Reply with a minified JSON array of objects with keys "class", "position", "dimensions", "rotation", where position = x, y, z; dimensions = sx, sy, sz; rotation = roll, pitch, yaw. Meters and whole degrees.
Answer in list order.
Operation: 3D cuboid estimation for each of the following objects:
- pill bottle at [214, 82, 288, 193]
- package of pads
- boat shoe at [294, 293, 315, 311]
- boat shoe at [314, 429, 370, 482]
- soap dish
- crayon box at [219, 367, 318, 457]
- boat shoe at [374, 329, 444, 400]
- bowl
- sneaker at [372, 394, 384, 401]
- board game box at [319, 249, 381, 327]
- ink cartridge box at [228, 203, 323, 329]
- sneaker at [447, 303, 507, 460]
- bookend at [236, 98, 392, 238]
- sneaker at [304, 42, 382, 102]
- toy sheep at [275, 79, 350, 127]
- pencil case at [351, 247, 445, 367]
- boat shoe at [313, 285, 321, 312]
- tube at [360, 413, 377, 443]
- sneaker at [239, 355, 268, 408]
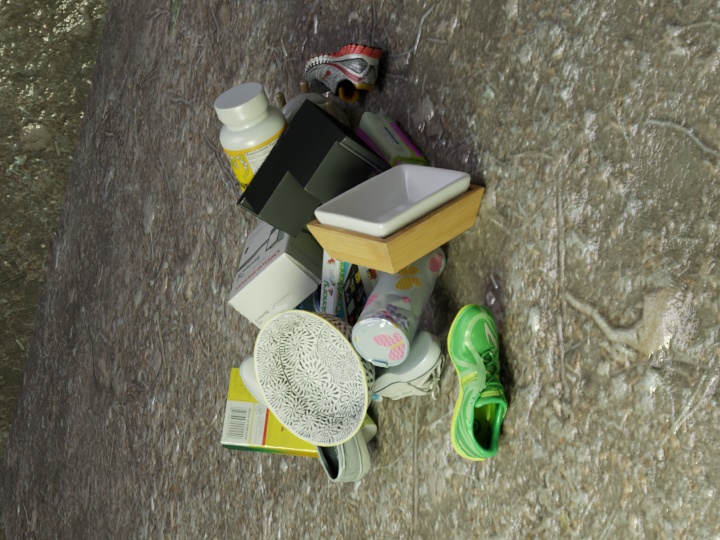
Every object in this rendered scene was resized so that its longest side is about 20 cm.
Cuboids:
[{"class":"pill bottle","position":[-0.158,-0.193,1.828],"dimensions":[0.113,0.112,0.201],"rotation":[44,160,56]},{"class":"package of pads","position":[0.022,-0.120,1.765],"dimensions":[0.155,0.068,0.202],"rotation":[58,134,51]},{"class":"boat shoe","position":[-0.097,0.080,1.913],"dimensions":[0.084,0.068,0.202],"rotation":[83,-178,-67]},{"class":"boat shoe","position":[-0.050,0.220,1.703],"dimensions":[0.070,0.071,0.202],"rotation":[-36,68,39]},{"class":"soap dish","position":[0.051,-0.072,1.556],"dimensions":[0.156,0.199,0.082],"rotation":[14,124,45]},{"class":"crayon box","position":[-0.119,0.232,1.847],"dimensions":[0.051,0.198,0.128],"rotation":[83,-166,-71]},{"class":"boat shoe","position":[0.080,0.146,1.591],"dimensions":[0.202,0.086,0.075],"rotation":[-39,28,57]},{"class":"bowl","position":[-0.046,0.136,1.615],"dimensions":[0.199,0.094,0.203],"rotation":[15,117,32]},{"class":"sneaker","position":[-0.021,0.147,1.762],"dimensions":[0.200,0.089,0.079],"rotation":[28,108,60]},{"class":"board game box","position":[0.000,0.000,1.674],"dimensions":[0.034,0.125,0.202],"rotation":[27,122,41]},{"class":"ink cartridge box","position":[-0.127,-0.021,1.872],"dimensions":[0.145,0.084,0.201],"rotation":[-40,23,28]},{"class":"sneaker","position":[0.158,0.143,1.455],"dimensions":[0.083,0.073,0.203],"rotation":[5,98,64]},{"class":"bookend","position":[-0.074,-0.128,1.709],"dimensions":[0.200,0.092,0.200],"rotation":[-55,30,8]},{"class":"sneaker","position":[-0.037,-0.319,1.904],"dimensions":[0.199,0.077,0.083],"rotation":[-5,80,62]},{"class":"toy sheep","position":[-0.084,-0.239,1.920],"dimensions":[0.200,0.137,0.139],"rotation":[50,127,48]},{"class":"pencil case","position":[0.053,0.039,1.566],"dimensions":[0.201,0.082,0.091],"rotation":[-63,-8,-47]},{"class":"boat shoe","position":[-0.037,0.023,1.837],"dimensions":[0.073,0.072,0.201],"rotation":[-61,34,28]},{"class":"tube","position":[-0.046,0.188,1.790],"dimensions":[0.200,0.052,0.058],"rotation":[51,168,35]},{"class":"sneaker","position":[-0.110,0.199,1.794],"dimensions":[0.073,0.199,0.071],"rotation":[-49,-13,-13]}]
